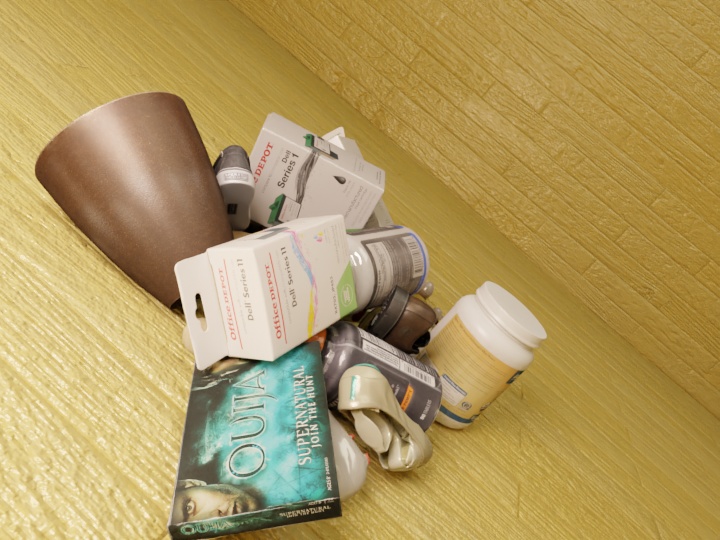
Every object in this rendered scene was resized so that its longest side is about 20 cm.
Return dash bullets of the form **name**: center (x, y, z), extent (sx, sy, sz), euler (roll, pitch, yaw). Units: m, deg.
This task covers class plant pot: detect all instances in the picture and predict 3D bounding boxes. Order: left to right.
- **plant pot**: center (-0.230, -0.065, 0.667), extent (0.201, 0.186, 0.187), euler (57, 21, 2)

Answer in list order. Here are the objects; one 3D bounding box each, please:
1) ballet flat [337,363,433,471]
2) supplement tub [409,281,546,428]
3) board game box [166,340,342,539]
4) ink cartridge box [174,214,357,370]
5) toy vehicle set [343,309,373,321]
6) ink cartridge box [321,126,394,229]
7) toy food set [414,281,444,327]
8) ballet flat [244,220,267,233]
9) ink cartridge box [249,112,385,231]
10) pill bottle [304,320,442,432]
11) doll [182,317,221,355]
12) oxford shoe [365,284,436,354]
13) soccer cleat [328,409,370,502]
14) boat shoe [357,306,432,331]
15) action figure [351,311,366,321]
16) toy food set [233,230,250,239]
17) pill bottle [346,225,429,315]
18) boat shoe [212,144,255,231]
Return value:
- **ballet flat**: center (0.030, 0.190, 0.664), extent (0.201, 0.069, 0.070), euler (56, 8, -34)
- **supplement tub**: center (0.175, 0.131, 0.902), extent (0.144, 0.200, 0.145), euler (34, 21, -15)
- **board game box**: center (-0.094, 0.144, 0.530), extent (0.134, 0.028, 0.200), euler (-8, 31, -5)
- **ink cartridge box**: center (-0.088, 0.018, 0.609), extent (0.067, 0.118, 0.200), euler (0, 17, 33)
- **toy vehicle set**: center (-0.015, 0.038, 1.018), extent (0.199, 0.027, 0.124), euler (13, 33, -51)
- **ink cartridge box**: center (-0.046, -0.139, 1.021), extent (0.201, 0.128, 0.125), euler (63, 14, -3)
- **toy food set**: center (0.118, 0.051, 1.123), extent (0.143, 0.061, 0.200), euler (37, 8, -29)
- **ballet flat**: center (-0.157, -0.056, 0.921), extent (0.199, 0.067, 0.046), euler (35, 41, -7)
- **ink cartridge box**: center (-0.082, -0.124, 0.882), extent (0.199, 0.147, 0.085), euler (25, 28, -11)
- **pill bottle**: center (-0.002, 0.132, 0.726), extent (0.199, 0.106, 0.106), euler (30, 22, -23)
- **doll**: center (-0.129, 0.029, 0.656), extent (0.048, 0.137, 0.200), euler (19, 35, 22)
- **oxford shoe**: center (0.049, 0.096, 0.805), extent (0.084, 0.200, 0.073), euler (25, 63, -4)
- **soccer cleat**: center (-0.069, 0.156, 0.616), extent (0.200, 0.069, 0.077), euler (48, 29, 19)
- **boat shoe**: center (0.071, 0.109, 0.960), extent (0.063, 0.073, 0.200), euler (48, 13, 35)
- **action figure**: center (-0.007, 0.012, 0.973), extent (0.065, 0.052, 0.200), euler (40, 26, -12)
- **toy food set**: center (-0.143, 0.014, 0.809), extent (0.197, 0.049, 0.200), euler (13, 33, -51)
- **pill bottle**: center (0.000, 0.000, 0.820), extent (0.199, 0.114, 0.114), euler (-12, 53, -49)
- **boat shoe**: center (-0.185, -0.106, 0.795), extent (0.069, 0.200, 0.067), euler (0, 72, -17)
